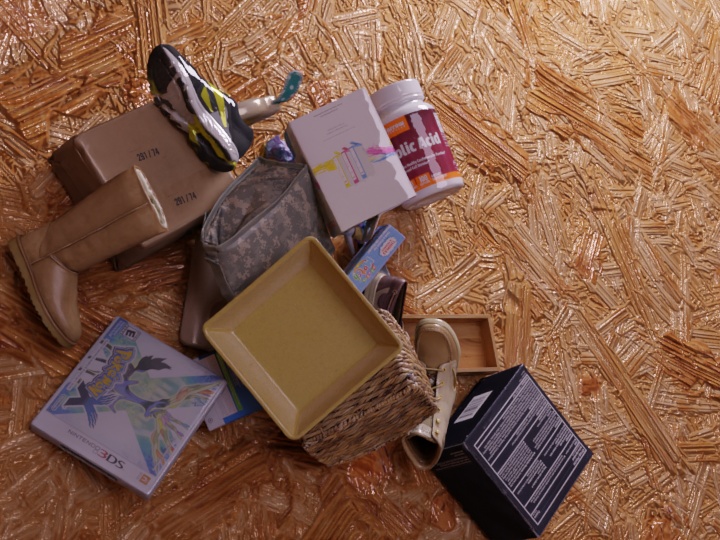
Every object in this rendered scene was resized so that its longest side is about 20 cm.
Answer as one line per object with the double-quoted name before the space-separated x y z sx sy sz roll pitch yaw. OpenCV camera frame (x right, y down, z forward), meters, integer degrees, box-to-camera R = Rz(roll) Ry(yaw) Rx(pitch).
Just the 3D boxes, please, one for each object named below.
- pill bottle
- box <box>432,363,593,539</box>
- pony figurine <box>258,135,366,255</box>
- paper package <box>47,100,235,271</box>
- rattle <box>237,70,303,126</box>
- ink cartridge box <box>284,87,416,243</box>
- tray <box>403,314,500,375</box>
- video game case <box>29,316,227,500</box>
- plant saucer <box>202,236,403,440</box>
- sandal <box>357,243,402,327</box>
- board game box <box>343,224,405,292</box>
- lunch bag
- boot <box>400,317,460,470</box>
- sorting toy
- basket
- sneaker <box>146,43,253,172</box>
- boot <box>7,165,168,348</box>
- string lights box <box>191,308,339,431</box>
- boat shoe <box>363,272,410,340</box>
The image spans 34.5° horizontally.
"pill bottle" 0.089 -0.215 1.969 0.114 0.114 0.201 -16 82 -39
"box" 0.238 0.298 1.869 0.199 0.123 0.200 51 52 -8
"pony figurine" -0.064 -0.138 1.818 0.199 0.166 0.194 15 78 -21
"paper package" -0.304 -0.129 1.653 0.200 0.103 0.191 -34 95 -40
"rattle" -0.150 -0.203 1.760 0.199 0.130 0.143 -23 74 -21
"ink cartridge box" -0.013 -0.143 1.699 0.125 0.129 0.201 -26 92 -7
"tray" 0.139 0.125 1.923 0.199 0.037 0.099 1 72 -35
"video game case" -0.303 0.178 1.537 0.182 0.022 0.200 30 54 5
"plant saucer" -0.076 0.090 1.564 0.200 0.048 0.200 -40 86 2
"sandal" 0.018 0.017 1.863 0.048 0.075 0.201 -14 72 -17
"board game box" 0.000 0.000 1.729 0.037 0.200 0.151 39 90 -2
"lunch bag" -0.145 -0.035 1.648 0.200 0.117 0.165 -52 139 -35
"boot" 0.104 0.189 1.771 0.072 0.201 0.156 7 39 12
"sorting toy" -0.167 0.052 1.730 0.199 0.036 0.186 18 62 -25
"basket" -0.003 0.175 1.700 0.149 0.199 0.143 65 9 31
"sneaker" -0.227 -0.237 1.646 0.201 0.074 0.085 59 44 -16
"boot" -0.344 -0.017 1.526 0.199 0.066 0.176 -27 89 2
"string lights box" -0.135 0.137 1.621 0.199 0.059 0.103 -23 86 4
"boat shoe" 0.041 0.106 1.788 0.072 0.072 0.201 -5 103 -64
